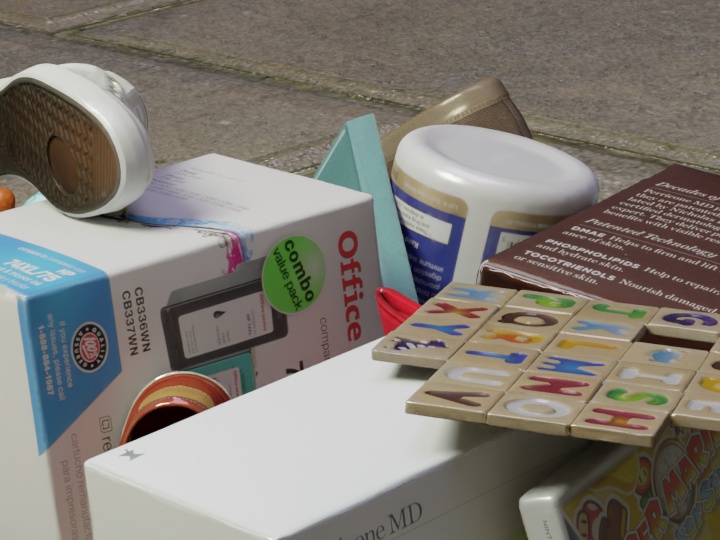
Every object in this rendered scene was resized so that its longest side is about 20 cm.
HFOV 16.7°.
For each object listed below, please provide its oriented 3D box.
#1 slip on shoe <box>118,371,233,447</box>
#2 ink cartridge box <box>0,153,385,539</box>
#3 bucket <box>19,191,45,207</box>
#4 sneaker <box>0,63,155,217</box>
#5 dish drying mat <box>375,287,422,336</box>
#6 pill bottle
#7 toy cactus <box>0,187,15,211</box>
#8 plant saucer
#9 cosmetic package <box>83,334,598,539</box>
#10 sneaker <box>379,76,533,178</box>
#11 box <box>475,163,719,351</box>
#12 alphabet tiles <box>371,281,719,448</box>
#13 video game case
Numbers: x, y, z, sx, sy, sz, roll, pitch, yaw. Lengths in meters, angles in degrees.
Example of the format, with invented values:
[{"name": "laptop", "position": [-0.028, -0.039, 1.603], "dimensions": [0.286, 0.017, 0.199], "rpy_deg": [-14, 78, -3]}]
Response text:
[{"name": "slip on shoe", "position": [-0.088, 0.145, 1.086], "dimensions": [0.074, 0.201, 0.061], "rpy_deg": [5, -2, 4]}, {"name": "ink cartridge box", "position": [-0.105, 0.042, 1.205], "dimensions": [0.200, 0.147, 0.146], "rpy_deg": [-18, 20, -34]}, {"name": "bucket", "position": [-0.118, 0.037, 1.421], "dimensions": [0.207, 0.208, 0.135], "rpy_deg": [-17, 20, -34]}, {"name": "sneaker", "position": [-0.134, -0.077, 1.227], "dimensions": [0.084, 0.073, 0.200], "rpy_deg": [-17, 17, -25]}, {"name": "dish drying mat", "position": [0.053, 0.105, 1.167], "dimensions": [0.018, 0.201, 0.077], "rpy_deg": [-28, 26, -18]}, {"name": "pill bottle", "position": [0.057, 0.029, 1.366], "dimensions": [0.115, 0.201, 0.116], "rpy_deg": [11, 18, -4]}, {"name": "toy cactus", "position": [-0.285, 0.023, 1.691], "dimensions": [0.164, 0.103, 0.200], "rpy_deg": [-18, 29, -8]}, {"name": "plant saucer", "position": [0.000, 0.000, 1.317], "dimensions": [0.019, 0.070, 0.200], "rpy_deg": [16, 37, -23]}, {"name": "cosmetic package", "position": [0.004, 0.152, 1.031], "dimensions": [0.199, 0.201, 0.123], "rpy_deg": [-22, 25, -40]}, {"name": "sneaker", "position": [0.019, -0.036, 1.451], "dimensions": [0.200, 0.076, 0.070], "rpy_deg": [-33, -4, 34]}, {"name": "box", "position": [0.178, 0.062, 1.290], "dimensions": [0.164, 0.166, 0.200], "rpy_deg": [17, 27, 33]}, {"name": "alphabet tiles", "position": [0.093, 0.038, 1.033], "dimensions": [0.167, 0.008, 0.200], "rpy_deg": [7, 14, 15]}, {"name": "video game case", "position": [0.148, 0.145, 1.049], "dimensions": [0.023, 0.183, 0.200], "rpy_deg": [-9, 12, 38]}]
